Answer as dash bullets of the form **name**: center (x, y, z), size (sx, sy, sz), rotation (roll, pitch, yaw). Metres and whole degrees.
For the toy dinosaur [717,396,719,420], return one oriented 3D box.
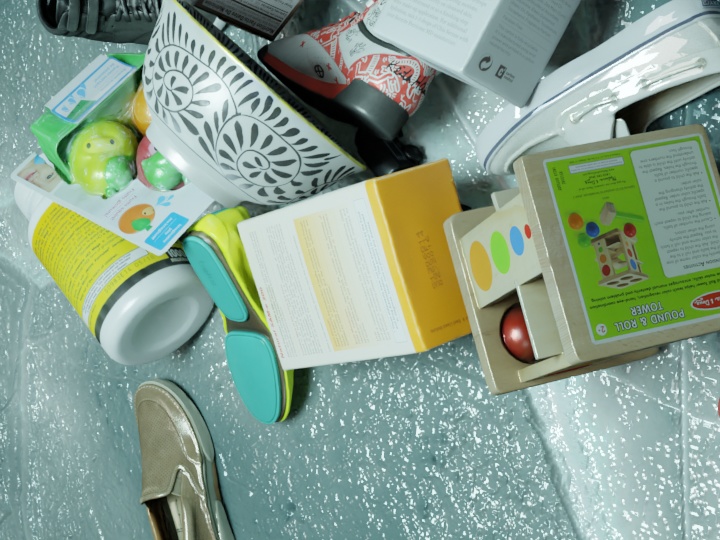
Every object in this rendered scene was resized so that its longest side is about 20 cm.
- **toy dinosaur**: center (0.309, 0.081, 0.796), size (0.181, 0.105, 0.200), rotation (23, 72, 50)

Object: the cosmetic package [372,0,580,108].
- **cosmetic package**: center (0.103, -0.221, 0.873), size (0.101, 0.071, 0.200), rotation (36, 101, 45)

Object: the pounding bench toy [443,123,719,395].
- **pounding bench toy**: center (0.178, -0.008, 0.852), size (0.156, 0.200, 0.125), rotation (139, 118, -70)

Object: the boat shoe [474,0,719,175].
- **boat shoe**: center (0.164, -0.104, 0.883), size (0.200, 0.071, 0.070), rotation (-31, 72, 32)

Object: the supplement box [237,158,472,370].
- **supplement box**: center (0.000, 0.000, 0.989), size (0.200, 0.073, 0.126), rotation (-12, 96, 56)

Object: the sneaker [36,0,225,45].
- **sneaker**: center (-0.207, -0.233, 1.165), size (0.200, 0.099, 0.071), rotation (4, 96, 39)

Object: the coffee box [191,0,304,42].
- **coffee box**: center (-0.054, -0.294, 1.016), size (0.200, 0.080, 0.115), rotation (-46, 40, 34)

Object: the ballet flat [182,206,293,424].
- **ballet flat**: center (-0.086, 0.035, 1.102), size (0.067, 0.067, 0.200), rotation (8, 128, 41)

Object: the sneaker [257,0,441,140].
- **sneaker**: center (0.001, -0.173, 1.022), size (0.108, 0.067, 0.201), rotation (-53, 34, -2)

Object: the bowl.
- **bowl**: center (-0.100, -0.110, 0.996), size (0.094, 0.201, 0.201), rotation (-48, 62, 5)

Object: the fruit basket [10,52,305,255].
- **fruit basket**: center (-0.176, -0.112, 1.115), size (0.200, 0.185, 0.094), rotation (22, 150, 40)

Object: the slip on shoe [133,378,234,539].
- **slip on shoe**: center (-0.173, 0.197, 1.208), size (0.076, 0.061, 0.200), rotation (-24, 79, 40)

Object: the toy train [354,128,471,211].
- **toy train**: center (0.059, -0.041, 0.991), size (0.200, 0.046, 0.034), rotation (52, 124, 24)

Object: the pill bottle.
- **pill bottle**: center (-0.229, -0.020, 1.198), size (0.200, 0.112, 0.113), rotation (48, 123, 26)
